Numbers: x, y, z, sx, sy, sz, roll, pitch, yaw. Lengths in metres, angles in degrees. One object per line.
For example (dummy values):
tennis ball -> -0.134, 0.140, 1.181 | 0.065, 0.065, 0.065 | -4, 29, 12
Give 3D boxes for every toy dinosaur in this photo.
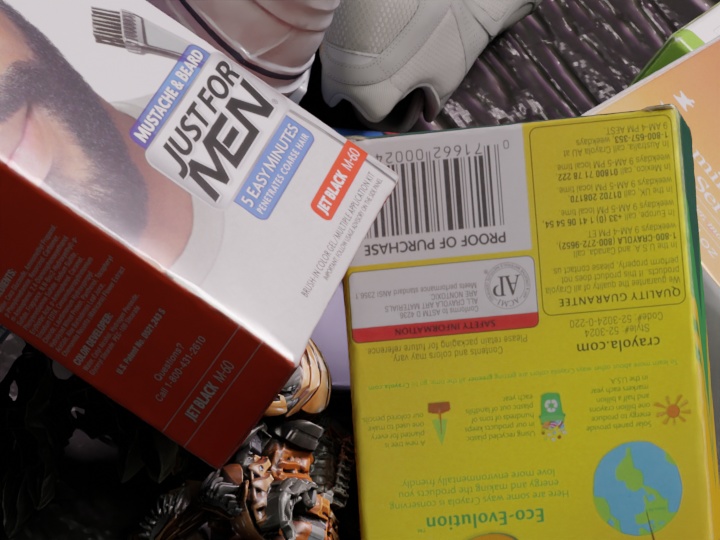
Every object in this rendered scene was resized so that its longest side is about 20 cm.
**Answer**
toy dinosaur -> -0.056, 0.051, 1.053 | 0.135, 0.102, 0.201 | 2, 51, -44

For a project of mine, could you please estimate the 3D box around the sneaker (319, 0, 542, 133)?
sneaker -> 0.024, -0.105, 1.273 | 0.075, 0.093, 0.200 | 16, 10, 20

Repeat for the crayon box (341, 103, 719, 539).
crayon box -> 0.060, 0.049, 1.055 | 0.051, 0.126, 0.201 | 31, 55, -76

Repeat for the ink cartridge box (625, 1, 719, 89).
ink cartridge box -> 0.214, -0.061, 1.367 | 0.148, 0.076, 0.200 | 45, 35, 8

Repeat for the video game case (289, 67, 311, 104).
video game case -> -0.096, -0.164, 1.254 | 0.181, 0.045, 0.201 | 26, 42, -16

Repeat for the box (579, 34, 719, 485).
box -> 0.138, 0.004, 1.189 | 0.152, 0.106, 0.200 | 50, 32, 5

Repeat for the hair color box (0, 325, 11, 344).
hair color box -> -0.144, -0.047, 1.068 | 0.060, 0.100, 0.201 | 26, 42, -19

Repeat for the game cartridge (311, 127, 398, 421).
game cartridge -> 0.000, 0.000, 1.185 | 0.199, 0.038, 0.130 | 3, 56, -35

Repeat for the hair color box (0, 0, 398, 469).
hair color box -> -0.097, -0.040, 0.969 | 0.199, 0.064, 0.111 | 33, 40, -4

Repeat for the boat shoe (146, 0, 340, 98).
boat shoe -> -0.072, -0.152, 1.092 | 0.200, 0.067, 0.073 | 50, 36, 13
